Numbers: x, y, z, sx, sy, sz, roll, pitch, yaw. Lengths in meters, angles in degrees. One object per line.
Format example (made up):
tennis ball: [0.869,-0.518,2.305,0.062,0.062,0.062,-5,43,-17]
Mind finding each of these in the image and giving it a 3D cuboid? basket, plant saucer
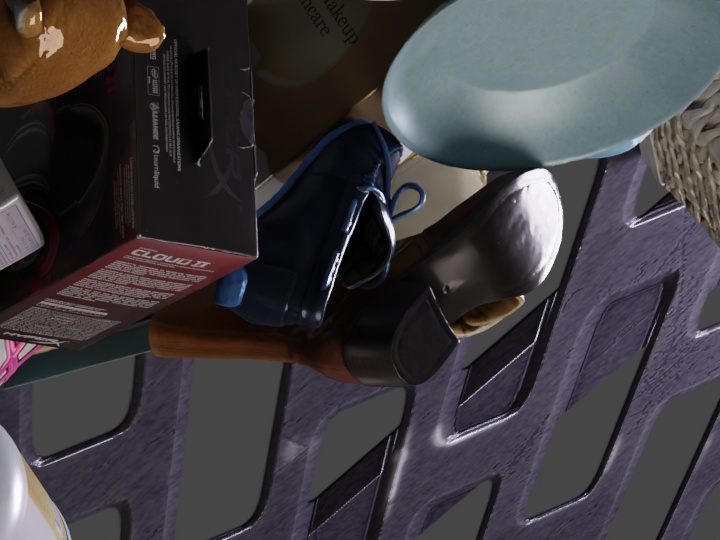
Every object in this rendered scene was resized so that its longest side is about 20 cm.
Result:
basket: [0.274,-0.106,1.836,0.135,0.123,0.200,-31,154,-3]
plant saucer: [-0.152,0.046,1.651,0.070,0.019,0.200,-19,-179,-35]
plant saucer: [0.106,-0.125,1.451,0.200,0.039,0.201,-10,150,-6]

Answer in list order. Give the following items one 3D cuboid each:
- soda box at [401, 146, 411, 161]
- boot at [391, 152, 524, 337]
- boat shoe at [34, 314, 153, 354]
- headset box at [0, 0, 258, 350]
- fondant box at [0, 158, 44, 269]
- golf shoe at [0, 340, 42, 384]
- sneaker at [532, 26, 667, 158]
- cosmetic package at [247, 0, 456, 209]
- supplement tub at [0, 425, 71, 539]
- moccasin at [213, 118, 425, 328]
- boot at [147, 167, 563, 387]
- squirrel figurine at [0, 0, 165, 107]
soda box: [0.061,-0.155,1.585,0.200,0.064,0.068,-43,152,21]
boot: [0.072,-0.040,1.693,0.200,0.156,0.073,-17,151,-27]
boat shoe: [-0.140,-0.007,1.623,0.200,0.072,0.065,-21,108,-16]
headset box: [-0.127,-0.058,1.369,0.075,0.149,0.200,10,158,-35]
fondant box: [-0.281,-0.032,1.336,0.200,0.144,0.058,-30,155,-4]
golf shoe: [-0.223,0.032,1.540,0.200,0.073,0.092,-57,168,11]
sneaker: [0.165,-0.138,1.571,0.200,0.080,0.130,-33,155,26]
cosmetic package: [-0.003,-0.128,1.519,0.200,0.105,0.071,-40,153,14]
supplement tub: [-0.273,0.165,1.693,0.144,0.145,0.200,-29,154,-6]
moccasin: [-0.014,-0.015,1.419,0.200,0.068,0.081,-52,162,-53]
boot: [0.000,0.000,1.534,0.188,0.200,0.069,-51,126,-30]
squirrel figurine: [-0.152,-0.177,1.170,0.200,0.187,0.141,-42,152,21]
